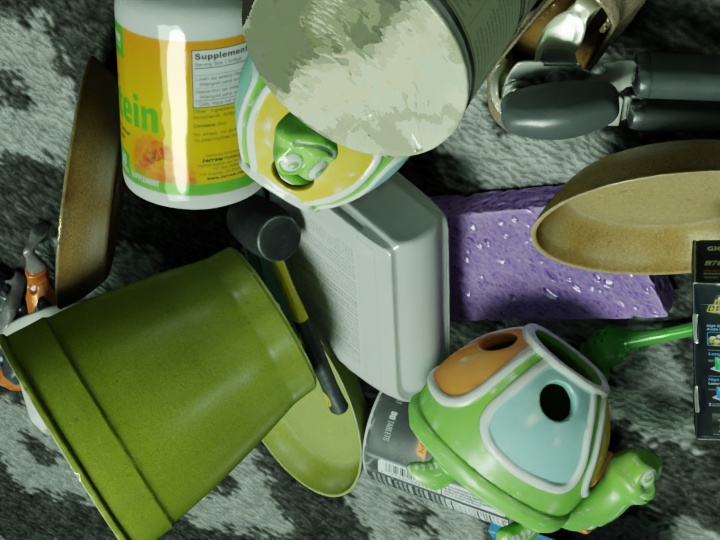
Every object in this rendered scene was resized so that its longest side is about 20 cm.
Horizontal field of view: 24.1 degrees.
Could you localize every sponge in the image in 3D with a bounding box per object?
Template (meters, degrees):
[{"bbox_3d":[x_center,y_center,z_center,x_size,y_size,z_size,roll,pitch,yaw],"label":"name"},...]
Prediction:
[{"bbox_3d":[0.133,-0.011,1.283,0.199,0.030,0.112,-3,129,38],"label":"sponge"}]

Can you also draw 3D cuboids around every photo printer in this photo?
[{"bbox_3d":[0.000,0.000,1.322,0.166,0.069,0.201,40,150,34],"label":"photo printer"}]

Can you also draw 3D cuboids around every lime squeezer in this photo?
[{"bbox_3d":[0.202,0.074,1.332,0.070,0.038,0.200,8,146,-18],"label":"lime squeezer"}]

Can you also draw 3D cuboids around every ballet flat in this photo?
[{"bbox_3d":[0.122,-0.140,1.117,0.068,0.067,0.200,35,143,4],"label":"ballet flat"}]

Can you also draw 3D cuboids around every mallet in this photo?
[{"bbox_3d":[-0.054,0.027,1.330,0.066,0.041,0.201,40,155,50],"label":"mallet"}]

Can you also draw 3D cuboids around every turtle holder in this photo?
[{"bbox_3d":[-0.016,-0.105,1.143,0.141,0.132,0.186,28,-168,-32],"label":"turtle holder"},{"bbox_3d":[0.132,0.127,1.272,0.185,0.141,0.132,40,104,13],"label":"turtle holder"}]

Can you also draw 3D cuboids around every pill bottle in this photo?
[{"bbox_3d":[-0.121,-0.156,1.220,0.110,0.111,0.201,15,122,23],"label":"pill bottle"},{"bbox_3d":[0.110,0.156,1.420,0.199,0.106,0.107,17,140,20],"label":"pill bottle"}]

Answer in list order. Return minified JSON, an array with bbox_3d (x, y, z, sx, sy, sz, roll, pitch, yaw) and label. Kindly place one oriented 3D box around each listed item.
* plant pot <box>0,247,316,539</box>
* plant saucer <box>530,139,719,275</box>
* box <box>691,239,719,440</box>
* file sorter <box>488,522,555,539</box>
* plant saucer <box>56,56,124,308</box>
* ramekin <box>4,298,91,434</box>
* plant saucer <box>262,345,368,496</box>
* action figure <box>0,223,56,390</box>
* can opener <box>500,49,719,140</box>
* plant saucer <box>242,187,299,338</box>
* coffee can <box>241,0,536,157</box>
[{"bbox_3d":[-0.144,0.085,1.300,0.201,0.192,0.201,55,170,15],"label":"plant pot"},{"bbox_3d":[0.211,-0.044,1.122,0.199,0.036,0.200,-2,162,-1],"label":"plant saucer"},{"bbox_3d":[0.326,0.051,1.151,0.199,0.046,0.160,0,134,13],"label":"box"},{"bbox_3d":[0.174,0.318,1.484,0.138,0.123,0.200,18,164,20],"label":"file sorter"},{"bbox_3d":[-0.209,-0.068,1.342,0.035,0.201,0.201,8,141,-4],"label":"plant saucer"},{"bbox_3d":[-0.206,0.083,1.472,0.202,0.201,0.095,-22,74,47],"label":"ramekin"},{"bbox_3d":[-0.052,0.104,1.494,0.200,0.031,0.201,37,141,38],"label":"plant saucer"},{"bbox_3d":[-0.328,0.044,1.624,0.199,0.105,0.194,33,133,-4],"label":"action figure"},{"bbox_3d":[0.186,-0.100,1.059,0.198,0.067,0.054,2,138,2],"label":"can opener"},{"bbox_3d":[-0.081,-0.011,1.379,0.070,0.019,0.201,-135,30,-61],"label":"plant saucer"},{"bbox_3d":[0.038,-0.187,1.017,0.146,0.200,0.147,19,140,17],"label":"coffee can"}]
